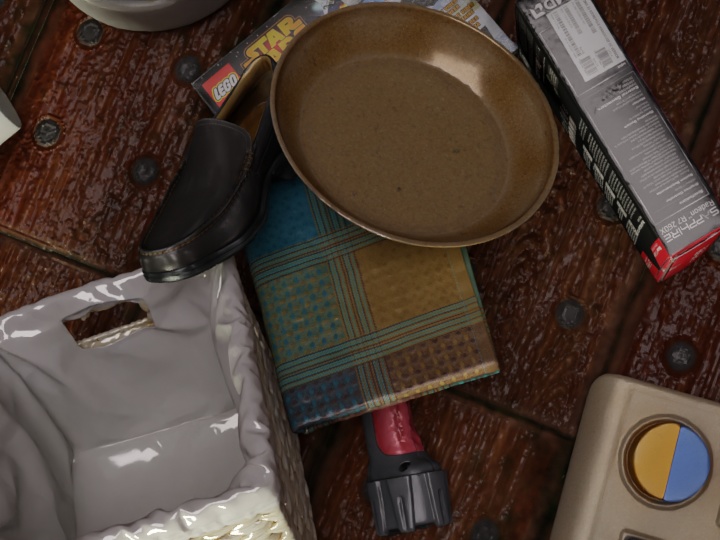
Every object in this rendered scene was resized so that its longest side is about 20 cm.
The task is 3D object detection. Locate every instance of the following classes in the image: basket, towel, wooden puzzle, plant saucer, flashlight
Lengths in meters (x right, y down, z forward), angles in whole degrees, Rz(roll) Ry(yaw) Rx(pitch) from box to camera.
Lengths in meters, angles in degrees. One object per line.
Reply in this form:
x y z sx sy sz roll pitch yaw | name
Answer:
-0.139 0.126 0.913 0.197 0.161 0.200 -18 48 4 | basket
0.000 0.000 0.951 0.146 0.022 0.201 -18 62 4 | towel
0.233 0.182 0.957 0.199 0.046 0.186 15 84 8 | wooden puzzle
0.034 -0.092 0.950 0.199 0.035 0.201 7 57 -12 | plant saucer
0.026 0.080 0.985 0.068 0.068 0.201 -11 80 3 | flashlight

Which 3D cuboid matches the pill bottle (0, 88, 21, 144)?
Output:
-0.350 -0.079 1.026 0.200 0.112 0.112 -37 80 1 | pill bottle

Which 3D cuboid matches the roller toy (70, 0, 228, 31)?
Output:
-0.160 -0.278 1.018 0.200 0.140 0.183 -43 80 -1 | roller toy

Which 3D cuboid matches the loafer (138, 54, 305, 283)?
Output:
-0.093 -0.067 0.920 0.073 0.200 0.073 -4 124 25 | loafer

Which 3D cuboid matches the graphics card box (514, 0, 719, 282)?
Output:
0.174 -0.095 0.962 0.051 0.125 0.200 -31 80 3 | graphics card box

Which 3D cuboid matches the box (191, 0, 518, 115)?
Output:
-0.004 -0.144 1.033 0.200 0.040 0.137 -39 81 0 | box
